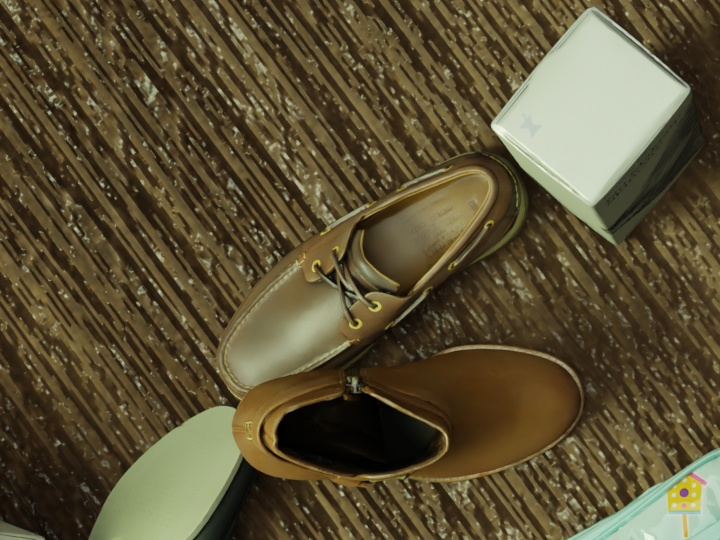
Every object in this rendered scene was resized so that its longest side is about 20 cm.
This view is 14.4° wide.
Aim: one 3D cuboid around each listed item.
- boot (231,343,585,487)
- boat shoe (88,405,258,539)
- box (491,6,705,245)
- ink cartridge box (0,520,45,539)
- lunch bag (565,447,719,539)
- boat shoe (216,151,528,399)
[{"bbox_3d":[0.033,0.075,1.487,0.199,0.155,0.077,2,88,-9],"label":"boot"},{"bbox_3d":[-0.114,0.168,1.570,0.074,0.063,0.202,20,75,48],"label":"boat shoe"},{"bbox_3d":[0.126,-0.071,1.471,0.068,0.200,0.082,40,93,10],"label":"box"},{"bbox_3d":[-0.277,0.178,1.540,0.200,0.125,0.129,17,88,24],"label":"ink cartridge box"},{"bbox_3d":[0.172,0.191,1.508,0.200,0.077,0.161,-34,82,6],"label":"lunch bag"},{"bbox_3d":[0.001,0.000,1.555,0.200,0.068,0.072,-36,81,6],"label":"boat shoe"}]
